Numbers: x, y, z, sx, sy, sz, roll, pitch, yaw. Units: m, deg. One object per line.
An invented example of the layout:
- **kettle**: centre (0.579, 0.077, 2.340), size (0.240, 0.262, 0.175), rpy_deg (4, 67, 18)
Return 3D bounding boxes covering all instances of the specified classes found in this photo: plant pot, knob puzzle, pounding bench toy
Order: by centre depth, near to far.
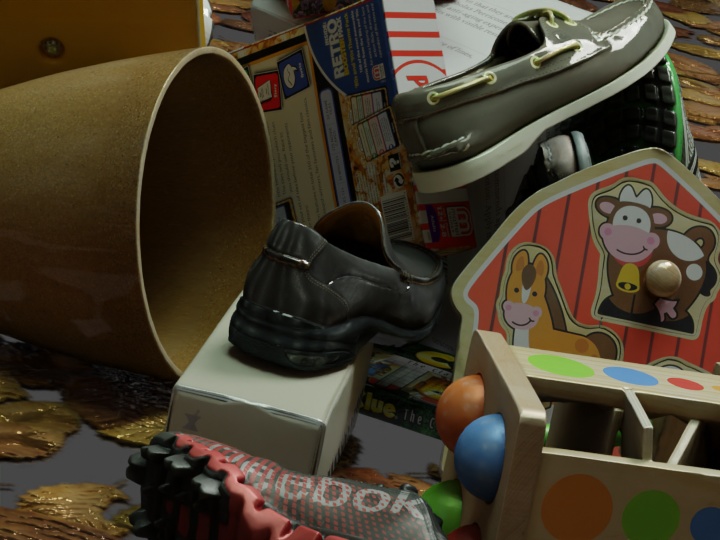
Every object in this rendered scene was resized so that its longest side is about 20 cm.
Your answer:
- **pounding bench toy**: centre (0.104, 0.101, 1.295), size (0.155, 0.125, 0.200), rpy_deg (8, 16, -10)
- **knob puzzle**: centre (0.146, 0.029, 1.454), size (0.218, 0.221, 0.030), rpy_deg (11, -11, -4)
- **plant pot**: centre (-0.174, -0.033, 1.514), size (0.199, 0.188, 0.186), rpy_deg (2, 11, 20)

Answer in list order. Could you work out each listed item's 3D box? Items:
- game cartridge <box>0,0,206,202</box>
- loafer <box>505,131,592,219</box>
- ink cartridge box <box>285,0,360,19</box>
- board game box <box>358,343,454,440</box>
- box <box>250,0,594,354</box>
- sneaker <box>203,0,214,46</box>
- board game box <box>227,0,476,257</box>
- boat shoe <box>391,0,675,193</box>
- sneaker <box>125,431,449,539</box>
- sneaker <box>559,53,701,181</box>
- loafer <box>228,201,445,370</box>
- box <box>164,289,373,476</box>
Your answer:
- **game cartridge**: centre (-0.177, -0.094, 1.586), size (0.175, 0.201, 0.033), rpy_deg (2, 32, 4)
- **loafer**: centre (0.101, 0.004, 1.557), size (0.062, 0.201, 0.072), rpy_deg (-4, 46, -3)
- **ink cartridge box**: centre (0.002, -0.195, 1.650), size (0.108, 0.051, 0.200), rpy_deg (-9, 29, -8)
- **board game box**: centre (0.057, 0.075, 1.548), size (0.199, 0.024, 0.105), rpy_deg (17, 14, 18)
- **box**: centre (0.046, -0.075, 1.686), size (0.130, 0.200, 0.199), rpy_deg (-26, 36, -35)
- **sneaker**: centre (-0.165, -0.093, 1.640), size (0.080, 0.201, 0.074), rpy_deg (17, 23, -25)
- **board game box**: centre (-0.027, -0.067, 1.597), size (0.046, 0.153, 0.199), rpy_deg (-4, -7, -44)
- **boat shoe**: centre (0.100, -0.114, 1.527), size (0.201, 0.061, 0.072), rpy_deg (-33, 16, -30)
- **sneaker**: centre (-0.019, 0.126, 1.204), size (0.200, 0.071, 0.098), rpy_deg (27, 29, 38)
- **sneaker**: centre (0.172, -0.040, 1.606), size (0.078, 0.201, 0.085), rpy_deg (-6, -2, 30)
- **loafer**: centre (0.000, 0.000, 1.418), size (0.072, 0.073, 0.200), rpy_deg (19, 15, 17)
- **box**: centre (-0.046, 0.071, 1.395), size (0.082, 0.069, 0.200), rpy_deg (14, 16, 6)
